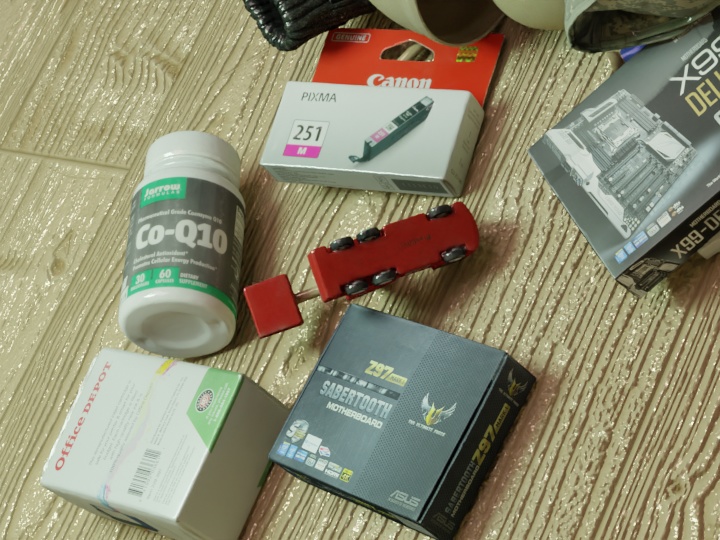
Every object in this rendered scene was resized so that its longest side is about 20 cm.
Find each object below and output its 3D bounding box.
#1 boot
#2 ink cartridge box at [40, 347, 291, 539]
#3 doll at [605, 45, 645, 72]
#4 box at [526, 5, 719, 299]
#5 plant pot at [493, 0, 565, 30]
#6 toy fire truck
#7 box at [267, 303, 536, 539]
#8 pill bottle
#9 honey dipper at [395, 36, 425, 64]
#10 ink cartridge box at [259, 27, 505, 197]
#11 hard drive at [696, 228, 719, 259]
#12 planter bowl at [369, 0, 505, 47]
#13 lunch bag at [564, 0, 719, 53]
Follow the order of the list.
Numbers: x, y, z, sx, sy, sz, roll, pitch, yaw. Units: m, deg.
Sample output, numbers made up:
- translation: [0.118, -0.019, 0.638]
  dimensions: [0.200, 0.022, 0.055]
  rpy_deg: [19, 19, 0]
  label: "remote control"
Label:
- translation: [-0.055, -0.302, 1.853]
  dimensions: [0.157, 0.080, 0.211]
  rpy_deg: [-23, 36, -17]
  label: "boot"
- translation: [-0.179, 0.161, 1.689]
  dimensions: [0.199, 0.087, 0.146]
  rpy_deg: [8, 67, 42]
  label: "ink cartridge box"
- translation: [0.304, -0.209, 1.551]
  dimensions: [0.199, 0.048, 0.137]
  rpy_deg: [-29, 67, 19]
  label: "doll"
- translation: [0.250, -0.101, 1.474]
  dimensions: [0.200, 0.050, 0.158]
  rpy_deg: [-41, 51, 15]
  label: "box"
- translation: [0.177, -0.291, 1.644]
  dimensions: [0.135, 0.199, 0.201]
  rpy_deg: [121, 157, -53]
  label: "plant pot"
- translation: [0.000, 0.000, 1.640]
  dimensions: [0.199, 0.141, 0.049]
  rpy_deg: [-19, 84, -10]
  label: "toy fire truck"
- translation: [0.032, 0.124, 1.559]
  dimensions: [0.200, 0.051, 0.158]
  rpy_deg: [18, 73, 46]
  label: "box"
- translation: [-0.169, -0.027, 1.790]
  dimensions: [0.113, 0.113, 0.201]
  rpy_deg: [-20, 51, 29]
  label: "pill bottle"
- translation: [0.014, -0.172, 1.794]
  dimensions: [0.200, 0.038, 0.038]
  rpy_deg: [-44, 42, 3]
  label: "honey dipper"
- translation: [0.022, -0.160, 1.738]
  dimensions: [0.199, 0.044, 0.174]
  rpy_deg: [6, 69, 29]
  label: "ink cartridge box"
- translation: [0.327, -0.116, 1.475]
  dimensions: [0.200, 0.026, 0.132]
  rpy_deg: [-35, 53, 18]
  label: "hard drive"
- translation: [0.055, -0.320, 1.717]
  dimensions: [0.134, 0.200, 0.201]
  rpy_deg: [21, 76, 34]
  label: "planter bowl"
- translation: [0.228, -0.279, 1.455]
  dimensions: [0.200, 0.117, 0.165]
  rpy_deg: [-32, 55, 51]
  label: "lunch bag"
